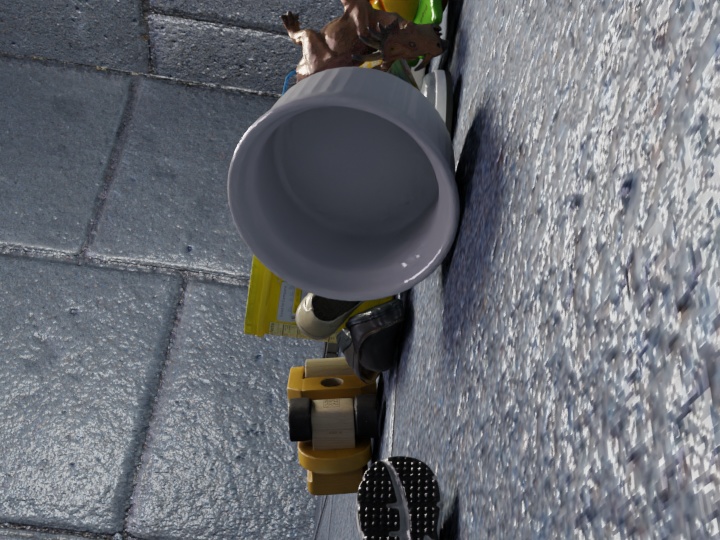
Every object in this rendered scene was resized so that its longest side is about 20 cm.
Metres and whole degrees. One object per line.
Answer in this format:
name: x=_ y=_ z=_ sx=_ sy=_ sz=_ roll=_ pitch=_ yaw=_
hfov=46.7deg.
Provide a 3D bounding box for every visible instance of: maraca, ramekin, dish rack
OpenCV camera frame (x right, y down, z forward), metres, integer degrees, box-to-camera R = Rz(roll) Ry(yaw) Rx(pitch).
maraca: x=0.058 y=-0.326 z=0.960 sx=0.137 sy=0.106 sz=0.201 roll=106 pitch=156 yaw=-48
ramekin: x=-0.008 y=-0.081 z=0.739 sx=0.098 sy=0.200 sz=0.201 roll=-74 pitch=-5 yaw=-52
dish rack: x=-0.092 y=0.244 z=2.623 sx=0.200 sy=0.054 sz=0.154 roll=-120 pitch=39 yaw=-85

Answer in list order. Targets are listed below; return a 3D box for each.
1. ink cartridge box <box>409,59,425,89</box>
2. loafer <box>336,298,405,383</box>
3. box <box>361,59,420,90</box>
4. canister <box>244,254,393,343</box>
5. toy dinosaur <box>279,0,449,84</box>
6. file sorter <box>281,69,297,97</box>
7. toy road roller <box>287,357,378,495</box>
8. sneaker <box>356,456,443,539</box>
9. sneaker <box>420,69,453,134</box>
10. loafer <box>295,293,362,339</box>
ink cartridge box: x=0.053 y=-0.324 z=1.179 sx=0.147 sy=0.082 sz=0.201 roll=-93 pitch=10 yaw=-76
loafer: x=0.022 y=0.086 z=1.009 sx=0.200 sy=0.073 sz=0.073 roll=115 pitch=134 yaw=-73
box: x=0.015 y=-0.183 z=0.977 sx=0.113 sy=0.101 sz=0.200 roll=59 pitch=-162 yaw=-27
canister: x=-0.055 y=0.030 z=1.176 sx=0.087 sy=0.199 sz=0.149 roll=-101 pitch=20 yaw=-80
toy dinosaur: x=-0.016 y=-0.240 z=0.906 sx=0.200 sy=0.086 sz=0.136 roll=-29 pitch=62 yaw=33
file sorter: x=-0.048 y=-0.211 z=1.342 sx=0.200 sy=0.122 sz=0.139 roll=77 pitch=-166 yaw=-52
toy road roller: x=-0.036 y=0.218 z=1.155 sx=0.200 sy=0.122 sz=0.147 roll=-94 pitch=1 yaw=-72
sneaker: x=0.028 y=0.225 z=0.539 sx=0.200 sy=0.073 sz=0.080 roll=-79 pitch=-14 yaw=-45
sneaker: x=0.023 y=-0.114 z=0.858 sx=0.084 sy=0.120 sz=0.201 roll=-91 pitch=10 yaw=-65
loafer: x=0.000 y=0.000 z=1.003 sx=0.200 sy=0.076 sz=0.068 roll=-55 pitch=7 yaw=-9
